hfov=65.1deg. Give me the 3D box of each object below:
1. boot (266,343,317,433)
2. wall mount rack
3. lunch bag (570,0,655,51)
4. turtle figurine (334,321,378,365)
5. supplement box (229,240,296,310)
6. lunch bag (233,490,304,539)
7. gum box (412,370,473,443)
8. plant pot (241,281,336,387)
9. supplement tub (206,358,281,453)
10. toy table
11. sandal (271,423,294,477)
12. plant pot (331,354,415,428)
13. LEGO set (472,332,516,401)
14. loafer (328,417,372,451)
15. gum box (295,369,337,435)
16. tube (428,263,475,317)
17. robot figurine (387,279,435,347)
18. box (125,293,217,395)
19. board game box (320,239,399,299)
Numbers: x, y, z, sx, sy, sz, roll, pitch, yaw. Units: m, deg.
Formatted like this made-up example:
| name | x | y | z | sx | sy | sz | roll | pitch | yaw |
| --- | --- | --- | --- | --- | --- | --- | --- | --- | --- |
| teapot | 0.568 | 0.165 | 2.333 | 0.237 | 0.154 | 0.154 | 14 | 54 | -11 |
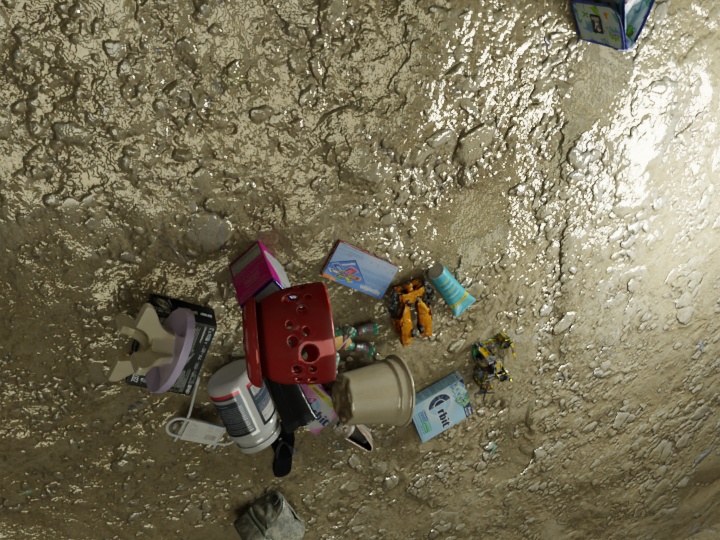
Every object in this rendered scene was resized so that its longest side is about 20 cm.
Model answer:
| name | x | y | z | sx | sy | sz | roll | pitch | yaw |
| --- | --- | --- | --- | --- | --- | --- | --- | --- | --- |
| boot | -0.163 | 0.299 | 1.465 | 0.162 | 0.205 | 0.065 | -28 | 170 | 22 |
| wall mount rack | -0.408 | 0.383 | 1.490 | 0.196 | 0.075 | 0.176 | 22 | 109 | -31 |
| lunch bag | 0.581 | -0.626 | 1.299 | 0.124 | 0.171 | 0.205 | -11 | 122 | -16 |
| turtle figurine | -0.047 | 0.196 | 1.521 | 0.196 | 0.101 | 0.152 | -6 | 133 | -36 |
| supplement box | -0.224 | 0.035 | 1.299 | 0.103 | 0.201 | 0.102 | -38 | 124 | 4 |
| lunch bag | -0.267 | 0.791 | 1.724 | 0.167 | 0.138 | 0.203 | -38 | 129 | -19 |
| gum box | 0.254 | 0.438 | 1.808 | 0.196 | 0.045 | 0.173 | -28 | 123 | -6 |
| plant pot | -0.148 | 0.132 | 1.147 | 0.176 | 0.202 | 0.206 | -4 | 119 | -10 |
| supplement tub | -0.296 | 0.347 | 1.448 | 0.137 | 0.140 | 0.205 | -23 | 108 | -8 |
| toy table | -0.446 | 0.165 | 1.199 | 0.116 | 0.182 | 0.205 | 19 | 97 | -45 |
| sandal | -0.225 | 0.534 | 1.660 | 0.074 | 0.043 | 0.206 | -10 | 120 | -17 |
| plant pot | 0.024 | 0.343 | 1.557 | 0.178 | 0.201 | 0.206 | -1 | 118 | -27 |
| LEGO set | 0.428 | 0.307 | 1.765 | 0.149 | 0.116 | 0.206 | -5 | 119 | -19 |
| loafer | -0.027 | 0.484 | 1.704 | 0.072 | 0.063 | 0.199 | -44 | 124 | 6 |
| gum box | -0.149 | 0.357 | 1.582 | 0.113 | 0.066 | 0.201 | -39 | 124 | 2 |
| tube | 0.259 | 0.057 | 1.610 | 0.077 | 0.051 | 0.200 | -37 | 130 | 9 |
| robot figurine | 0.143 | 0.113 | 1.580 | 0.141 | 0.058 | 0.205 | -19 | 123 | -13 |
| box | -0.453 | 0.180 | 1.349 | 0.160 | 0.086 | 0.204 | 16 | 109 | -28 |
| board game box | 0.000 | 0.000 | 1.483 | 0.196 | 0.019 | 0.105 | 22 | 105 | -31 |
